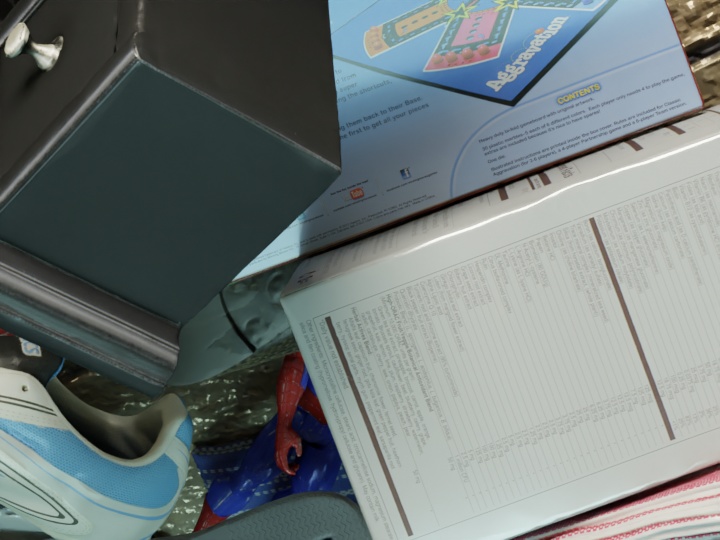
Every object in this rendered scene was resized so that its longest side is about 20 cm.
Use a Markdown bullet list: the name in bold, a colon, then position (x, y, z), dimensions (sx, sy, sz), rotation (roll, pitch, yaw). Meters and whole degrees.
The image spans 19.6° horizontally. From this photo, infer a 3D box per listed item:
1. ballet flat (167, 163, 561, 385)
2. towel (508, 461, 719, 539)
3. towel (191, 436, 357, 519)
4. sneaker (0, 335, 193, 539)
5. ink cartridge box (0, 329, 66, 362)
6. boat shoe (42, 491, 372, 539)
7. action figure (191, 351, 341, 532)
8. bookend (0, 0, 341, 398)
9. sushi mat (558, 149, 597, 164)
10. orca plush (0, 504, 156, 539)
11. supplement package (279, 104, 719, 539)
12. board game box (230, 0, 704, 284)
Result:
- **ballet flat**: position (0.000, 0.000, 0.848), dimensions (0.199, 0.046, 0.068), rotation (-19, 96, 7)
- **towel**: position (0.127, 0.077, 0.802), dimensions (0.146, 0.200, 0.030), rotation (-20, 95, 25)
- **towel**: position (0.017, 0.135, 1.021), dimensions (0.144, 0.024, 0.200), rotation (-13, 133, 10)
- **sneaker**: position (-0.156, 0.044, 0.768), dimensions (0.200, 0.072, 0.073), rotation (22, 98, -20)
- **ink cartridge box**: position (-0.221, -0.021, 0.791), dimensions (0.199, 0.083, 0.147), rotation (-11, 136, 4)
- **boat shoe**: position (-0.086, 0.148, 0.860), dimensions (0.199, 0.072, 0.071), rotation (-11, 149, -6)
- **action figure**: position (-0.018, 0.086, 0.899), dimensions (0.065, 0.099, 0.200), rotation (16, 118, -21)
- **bookend**: position (-0.045, -0.104, 0.643), dimensions (0.092, 0.200, 0.199), rotation (27, 128, -29)
- **sushi mat**: position (-0.004, -0.054, 0.830), dimensions (0.199, 0.012, 0.096), rotation (-8, 136, 2)
- **orca plush**: position (-0.128, 0.095, 0.929), dimensions (0.105, 0.071, 0.200), rotation (0, 161, 21)
- **supplement package**: position (0.085, 0.019, 0.766), dimensions (0.199, 0.110, 0.114), rotation (-20, 96, 5)
- **board game box**: position (0.018, -0.072, 0.781), dimensions (0.199, 0.019, 0.103), rotation (-20, 116, 11)
